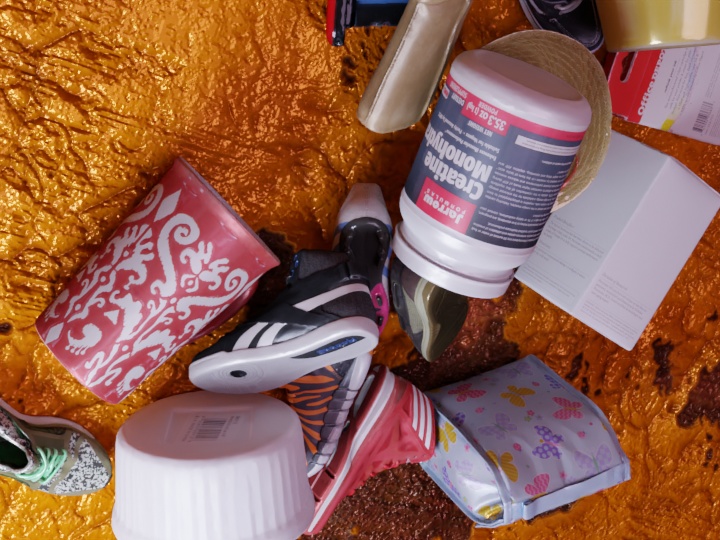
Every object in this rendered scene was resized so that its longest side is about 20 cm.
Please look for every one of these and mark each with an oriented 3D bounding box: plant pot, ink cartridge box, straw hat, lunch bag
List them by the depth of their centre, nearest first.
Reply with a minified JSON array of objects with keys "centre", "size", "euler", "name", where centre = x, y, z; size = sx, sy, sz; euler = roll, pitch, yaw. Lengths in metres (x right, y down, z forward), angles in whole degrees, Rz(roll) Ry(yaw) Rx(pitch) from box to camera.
[{"centre":[0.297,-0.312,1.187],"size":[0.198,0.200,0.192],"euler":[-8,99,-27],"name":"plant pot"},{"centre":[0.157,-0.160,1.262],"size":[0.198,0.085,0.204],"euler":[-5,118,-10],"name":"straw hat"},{"centre":[0.333,-0.218,1.355],"size":[0.198,0.067,0.118],"euler":[9,105,-33],"name":"ink cartridge box"},{"centre":[0.177,0.203,1.366],"size":[0.168,0.200,0.129],"euler":[-17,119,-23],"name":"lunch bag"}]

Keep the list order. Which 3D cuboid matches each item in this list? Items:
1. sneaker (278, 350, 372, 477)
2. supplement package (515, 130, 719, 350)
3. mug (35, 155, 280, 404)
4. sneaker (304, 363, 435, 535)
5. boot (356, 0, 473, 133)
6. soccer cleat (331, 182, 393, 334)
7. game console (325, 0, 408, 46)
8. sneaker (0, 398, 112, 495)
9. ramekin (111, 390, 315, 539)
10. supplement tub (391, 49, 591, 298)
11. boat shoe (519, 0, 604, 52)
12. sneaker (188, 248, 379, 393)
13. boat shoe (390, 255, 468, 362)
[{"centre":[-0.066,0.124,1.276],"size":[0.110,0.078,0.202],"euler":[16,121,-9],"name":"sneaker"},{"centre":[0.289,-0.037,1.379],"size":[0.117,0.117,0.202],"euler":[28,96,-35],"name":"supplement package"},{"centre":[-0.176,0.027,1.130],"size":[0.200,0.133,0.178],"euler":[-44,124,-2],"name":"mug"},{"centre":[0.016,0.214,1.338],"size":[0.115,0.078,0.202],"euler":[29,93,-23],"name":"sneaker"},{"centre":[0.085,-0.240,1.164],"size":[0.174,0.066,0.201],"euler":[-22,147,-40],"name":"boot"},{"centre":[0.000,0.000,1.258],"size":[0.069,0.087,0.202],"euler":[7,133,-5],"name":"soccer cleat"},{"centre":[0.032,-0.313,1.113],"size":[0.117,0.173,0.203],"euler":[3,111,-3],"name":"game console"},{"centre":[-0.311,0.174,1.137],"size":[0.199,0.088,0.077],"euler":[30,94,-36],"name":"sneaker"},{"centre":[-0.143,0.191,1.182],"size":[0.198,0.200,0.099],"euler":[-10,108,-26],"name":"ramekin"},{"centre":[0.120,-0.091,1.158],"size":[0.139,0.141,0.202],"euler":[7,115,-32],"name":"supplement tub"},{"centre":[0.198,-0.289,1.240],"size":[0.072,0.068,0.200],"euler":[-40,124,1],"name":"boat shoe"},{"centre":[-0.075,0.044,1.185],"size":[0.197,0.113,0.073],"euler":[-17,147,19],"name":"sneaker"},{"centre":[0.068,0.033,1.287],"size":[0.072,0.066,0.201],"euler":[-49,161,-13],"name":"boat shoe"}]
